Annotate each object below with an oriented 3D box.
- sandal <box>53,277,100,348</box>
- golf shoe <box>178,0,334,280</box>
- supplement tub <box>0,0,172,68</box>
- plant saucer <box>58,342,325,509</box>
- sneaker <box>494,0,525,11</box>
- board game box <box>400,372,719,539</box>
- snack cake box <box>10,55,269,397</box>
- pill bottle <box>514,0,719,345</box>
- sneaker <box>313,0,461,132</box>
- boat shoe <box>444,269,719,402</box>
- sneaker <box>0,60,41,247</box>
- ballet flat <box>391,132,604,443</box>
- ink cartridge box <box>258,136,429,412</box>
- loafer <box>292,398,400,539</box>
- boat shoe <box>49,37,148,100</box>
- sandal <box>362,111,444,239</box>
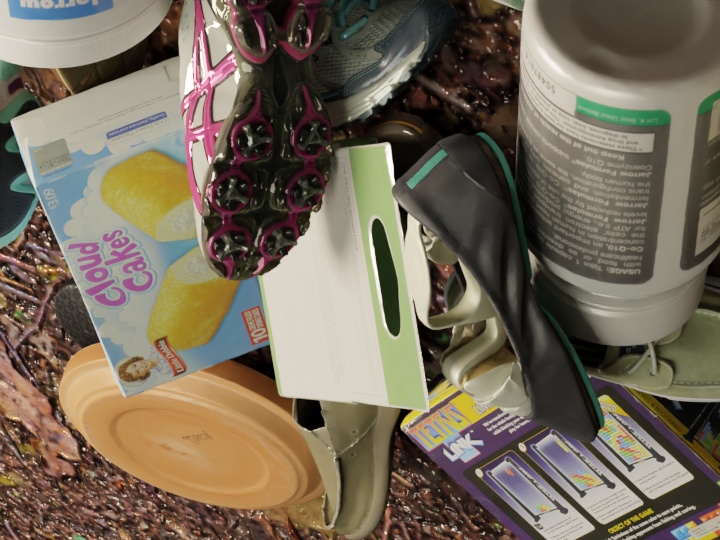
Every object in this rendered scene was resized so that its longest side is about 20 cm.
[{"bbox_3d":[-0.141,0.057,1.716,0.075,0.045,0.200,11,153,43],"label":"sandal"},{"bbox_3d":[-0.059,-0.096,1.314,0.092,0.073,0.200,35,123,55],"label":"golf shoe"},{"bbox_3d":[-0.160,-0.215,1.255,0.132,0.132,0.200,24,144,20],"label":"supplement tub"},{"bbox_3d":[-0.113,0.113,1.706,0.200,0.032,0.200,13,151,8],"label":"plant saucer"},{"bbox_3d":[0.031,-0.171,1.178,0.082,0.074,0.200,23,179,24],"label":"sneaker"},{"bbox_3d":[0.140,0.102,1.489,0.165,0.057,0.200,44,146,-6],"label":"board game box"},{"bbox_3d":[-0.125,-0.024,1.509,0.200,0.115,0.067,73,173,-47],"label":"snack cake box"},{"bbox_3d":[0.134,-0.060,1.249,0.113,0.113,0.200,24,143,20],"label":"pill bottle"},{"bbox_3d":[-0.030,-0.124,1.358,0.200,0.078,0.086,-16,116,50],"label":"sneaker"},{"bbox_3d":[0.142,0.037,1.349,0.200,0.062,0.072,8,107,5],"label":"boat shoe"},{"bbox_3d":[-0.257,-0.105,1.549,0.140,0.078,0.200,-17,79,61],"label":"sneaker"},{"bbox_3d":[0.064,0.021,1.267,0.073,0.073,0.200,7,134,37],"label":"ballet flat"},{"bbox_3d":[0.000,0.000,1.358,0.200,0.048,0.146,0,100,63],"label":"ink cartridge box"},{"bbox_3d":[-0.010,0.095,1.591,0.068,0.076,0.200,6,133,-3],"label":"loafer"},{"bbox_3d":[-0.183,-0.183,1.441,0.068,0.072,0.200,29,152,43],"label":"boat shoe"},{"bbox_3d":[0.000,-0.030,1.460,0.082,0.055,0.200,46,146,-13],"label":"sandal"}]
